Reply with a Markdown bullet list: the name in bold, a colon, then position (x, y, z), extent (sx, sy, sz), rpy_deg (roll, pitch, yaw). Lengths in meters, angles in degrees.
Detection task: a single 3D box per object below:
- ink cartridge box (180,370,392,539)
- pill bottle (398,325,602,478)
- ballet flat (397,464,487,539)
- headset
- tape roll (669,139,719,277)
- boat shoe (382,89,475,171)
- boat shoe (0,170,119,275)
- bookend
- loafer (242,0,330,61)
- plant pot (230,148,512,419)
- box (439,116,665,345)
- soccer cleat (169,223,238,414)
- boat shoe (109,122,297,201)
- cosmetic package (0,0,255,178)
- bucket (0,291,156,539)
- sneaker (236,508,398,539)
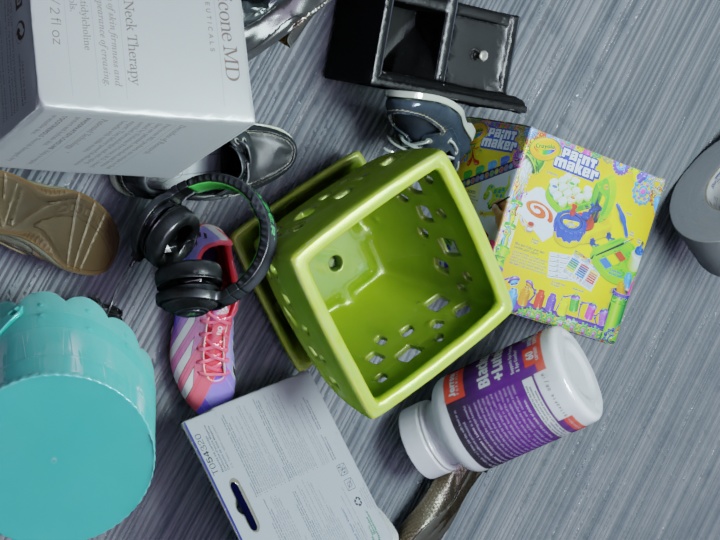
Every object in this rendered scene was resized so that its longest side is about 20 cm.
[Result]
- **ink cartridge box**: position (-0.079, 0.215, 1.642), extent (0.200, 0.043, 0.196), rpy_deg (-18, 80, -50)
- **pill bottle**: position (0.145, 0.147, 1.769), extent (0.200, 0.111, 0.111), rpy_deg (-27, 121, 21)
- **ballet flat**: position (0.087, 0.250, 1.846), extent (0.200, 0.046, 0.067), rpy_deg (-54, 154, -5)
- **headset**: position (-0.169, -0.006, 1.563), extent (0.200, 0.124, 0.094), rpy_deg (-29, 160, 6)
- **tape roll**: position (0.458, -0.085, 1.913), extent (0.200, 0.200, 0.066), rpy_deg (-50, 119, -14)
- **boat shoe**: position (0.066, -0.139, 1.691), extent (0.200, 0.075, 0.062), rpy_deg (30, 75, -75)
- **boat shoe**: position (-0.303, -0.048, 1.526), extent (0.200, 0.065, 0.072), rpy_deg (24, 81, -52)
- **bookend**: position (0.084, -0.275, 1.704), extent (0.200, 0.092, 0.199), rpy_deg (8, 95, -34)
- **loafer**: position (-0.081, -0.252, 1.625), extent (0.200, 0.073, 0.072), rpy_deg (-26, 121, -15)
- **plant pot**: position (0.000, 0.000, 1.654), extent (0.199, 0.181, 0.200), rpy_deg (-36, 116, -22)
- **box**: position (0.196, -0.043, 1.804), extent (0.200, 0.122, 0.193), rpy_deg (18, 90, -33)
- **soccer cleat**: position (-0.148, 0.053, 1.634), extent (0.067, 0.076, 0.200), rpy_deg (-10, 104, -30)
- **boat shoe**: position (-0.140, -0.103, 1.614), extent (0.199, 0.066, 0.075), rpy_deg (-4, 101, -32)
- **cosmetic package**: position (-0.224, -0.186, 1.458), extent (0.200, 0.166, 0.168), rpy_deg (1, 75, -33)
- **bucket**: position (-0.278, 0.138, 1.496), extent (0.207, 0.135, 0.207), rpy_deg (-4, 116, -9)
- **sneaker**: position (-0.054, 0.282, 1.756), extent (0.200, 0.076, 0.105), rpy_deg (23, 114, -40)
